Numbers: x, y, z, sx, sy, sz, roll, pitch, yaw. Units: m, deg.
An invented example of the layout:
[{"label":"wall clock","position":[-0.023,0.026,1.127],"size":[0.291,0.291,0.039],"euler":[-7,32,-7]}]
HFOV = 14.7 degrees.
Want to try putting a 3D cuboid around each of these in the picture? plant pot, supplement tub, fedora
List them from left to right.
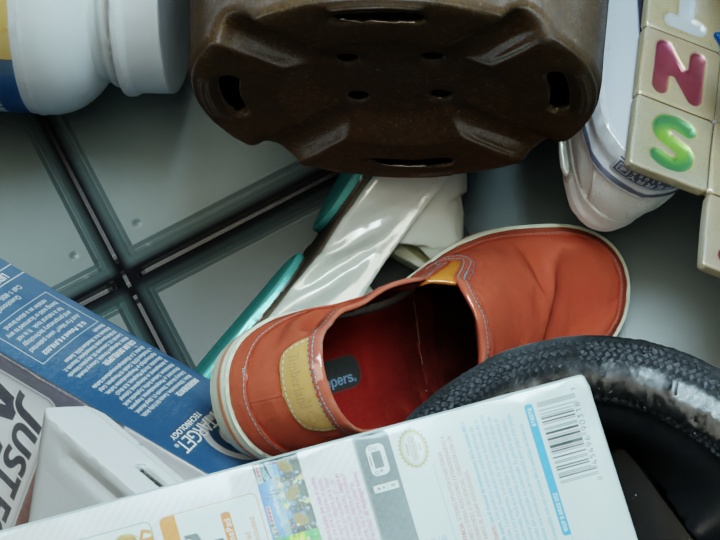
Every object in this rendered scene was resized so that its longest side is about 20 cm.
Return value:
[{"label":"supplement tub","position":[-0.170,-0.137,1.124],"size":[0.200,0.145,0.145],"euler":[4,74,5]},{"label":"plant pot","position":[0.016,-0.152,1.045],"size":[0.200,0.200,0.199],"euler":[1,69,4]},{"label":"fedora","position":[0.091,0.124,0.974],"size":[0.200,0.092,0.201],"euler":[-2,81,12]}]

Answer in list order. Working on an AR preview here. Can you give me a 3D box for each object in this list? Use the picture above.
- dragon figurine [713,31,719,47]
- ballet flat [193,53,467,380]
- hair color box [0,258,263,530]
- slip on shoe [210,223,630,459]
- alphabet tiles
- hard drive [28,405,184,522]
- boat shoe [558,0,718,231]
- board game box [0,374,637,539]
[{"label":"dragon figurine","position":[0.168,-0.103,1.027],"size":[0.200,0.059,0.099],"euler":[26,42,22]},{"label":"ballet flat","position":[0.000,0.000,1.121],"size":[0.069,0.069,0.200],"euler":[33,82,12]},{"label":"hair color box","position":[-0.092,0.087,1.073],"size":[0.200,0.061,0.100],"euler":[29,119,11]},{"label":"slip on shoe","position":[0.036,0.027,1.066],"size":[0.200,0.061,0.074],"euler":[-16,91,-40]},{"label":"alphabet tiles","position":[0.185,-0.068,1.099],"size":[0.166,0.006,0.200],"euler":[19,56,-13]},{"label":"hard drive","position":[-0.091,0.166,1.001],"size":[0.026,0.132,0.200],"euler":[-1,110,-33]},{"label":"boat shoe","position":[0.107,-0.105,1.133],"size":[0.071,0.070,0.200],"euler":[13,57,-18]},{"label":"board game box","position":[-0.006,0.132,0.880],"size":[0.200,0.064,0.148],"euler":[-13,77,-12]}]
